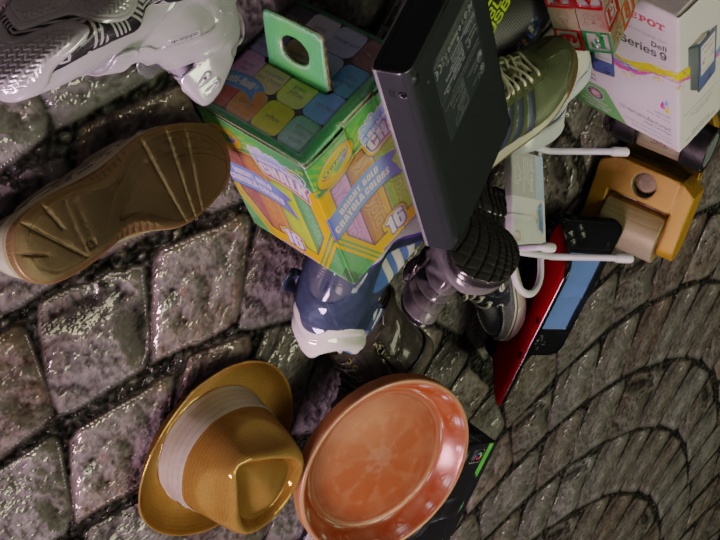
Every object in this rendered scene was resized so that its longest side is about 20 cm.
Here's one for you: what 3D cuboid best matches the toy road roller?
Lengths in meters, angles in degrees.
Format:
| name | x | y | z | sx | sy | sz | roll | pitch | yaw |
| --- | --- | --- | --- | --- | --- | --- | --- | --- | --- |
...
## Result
| name | x | y | z | sx | sy | sz | roll | pitch | yaw |
| --- | --- | --- | --- | --- | --- | --- | --- | --- | --- |
| toy road roller | 0.370 | -0.124 | 1.484 | 0.146 | 0.122 | 0.202 | -27 | 138 | -57 |

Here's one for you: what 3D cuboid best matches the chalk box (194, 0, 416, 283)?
| name | x | y | z | sx | sy | sz | roll | pitch | yaw |
| --- | --- | --- | --- | --- | --- | --- | --- | --- | --- |
| chalk box | -0.033 | -0.111 | 0.926 | 0.124 | 0.124 | 0.201 | -47 | 146 | -16 |

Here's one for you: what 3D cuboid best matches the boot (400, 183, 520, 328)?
| name | x | y | z | sx | sy | sz | roll | pitch | yaw |
| --- | --- | --- | --- | --- | --- | --- | --- | --- | --- |
| boot | 0.084 | 0.006 | 1.106 | 0.132 | 0.069 | 0.200 | -58 | -175 | 25 |

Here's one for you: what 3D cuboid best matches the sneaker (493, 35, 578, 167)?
| name | x | y | z | sx | sy | sz | roll | pitch | yaw |
| --- | --- | --- | --- | --- | --- | --- | --- | --- | --- |
| sneaker | 0.121 | -0.151 | 1.068 | 0.200 | 0.067 | 0.090 | -44 | 155 | -12 |

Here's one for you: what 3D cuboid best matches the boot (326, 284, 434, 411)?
| name | x | y | z | sx | sy | sz | roll | pitch | yaw |
| --- | --- | --- | --- | --- | --- | --- | --- | --- | --- |
| boot | -0.015 | 0.090 | 1.194 | 0.201 | 0.069 | 0.174 | -56 | 143 | -12 |

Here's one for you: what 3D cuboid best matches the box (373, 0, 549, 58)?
| name | x | y | z | sx | sy | sz | roll | pitch | yaw |
| --- | --- | --- | --- | --- | --- | --- | --- | --- | --- |
| box | 0.102 | -0.231 | 1.081 | 0.201 | 0.047 | 0.193 | -60 | 152 | 2 |

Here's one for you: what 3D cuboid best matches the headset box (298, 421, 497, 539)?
| name | x | y | z | sx | sy | sz | roll | pitch | yaw |
| --- | --- | --- | --- | --- | --- | --- | --- | --- | --- |
| headset box | 0.048 | 0.252 | 1.381 | 0.199 | 0.092 | 0.176 | 4 | 114 | -56 |

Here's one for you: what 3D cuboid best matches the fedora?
| name | x | y | z | sx | sy | sz | roll | pitch | yaw |
| --- | --- | --- | --- | --- | --- | --- | --- | --- | --- |
| fedora | -0.111 | 0.180 | 1.104 | 0.200 | 0.081 | 0.202 | -34 | 141 | -34 |

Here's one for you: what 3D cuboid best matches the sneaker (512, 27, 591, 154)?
| name | x | y | z | sx | sy | sz | roll | pitch | yaw |
| --- | --- | --- | --- | --- | --- | --- | --- | --- | --- |
| sneaker | 0.175 | -0.187 | 1.191 | 0.200 | 0.072 | 0.071 | -55 | 141 | -46 |

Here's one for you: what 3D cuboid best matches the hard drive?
| name | x | y | z | sx | sy | sz | roll | pitch | yaw |
| --- | --- | --- | --- | --- | --- | --- | --- | --- | --- |
| hard drive | 0.068 | -0.130 | 0.912 | 0.141 | 0.033 | 0.201 | -64 | 153 | -28 |

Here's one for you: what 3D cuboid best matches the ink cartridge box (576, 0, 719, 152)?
| name | x | y | z | sx | sy | sz | roll | pitch | yaw |
| --- | --- | --- | --- | --- | --- | --- | --- | --- | --- |
| ink cartridge box | 0.295 | -0.241 | 1.248 | 0.087 | 0.145 | 0.201 | -43 | 147 | -18 |

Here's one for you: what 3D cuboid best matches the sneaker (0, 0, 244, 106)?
| name | x | y | z | sx | sy | sz | roll | pitch | yaw |
| --- | --- | --- | --- | --- | --- | --- | --- | --- | --- |
| sneaker | -0.148 | -0.145 | 0.780 | 0.200 | 0.075 | 0.116 | -45 | 144 | -26 |

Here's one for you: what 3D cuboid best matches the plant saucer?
| name | x | y | z | sx | sy | sz | roll | pitch | yaw |
| --- | --- | --- | --- | --- | --- | --- | --- | --- | --- |
| plant saucer | 0.020 | 0.192 | 1.209 | 0.198 | 0.032 | 0.203 | -16 | 122 | -27 |

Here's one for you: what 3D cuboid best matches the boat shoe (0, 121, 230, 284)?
| name | x | y | z | sx | sy | sz | roll | pitch | yaw |
| --- | --- | --- | --- | --- | --- | --- | --- | --- | --- |
| boat shoe | -0.176 | -0.054 | 0.848 | 0.199 | 0.062 | 0.074 | -30 | 113 | -41 |

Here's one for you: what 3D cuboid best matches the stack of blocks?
| name | x | y | z | sx | sy | sz | roll | pitch | yaw |
| --- | --- | --- | --- | --- | --- | --- | --- | --- | --- |
| stack of blocks | 0.233 | -0.318 | 1.121 | 0.201 | 0.058 | 0.115 | -64 | 147 | -23 |

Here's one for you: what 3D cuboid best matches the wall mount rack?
| name | x | y | z | sx | sy | sz | roll | pitch | yaw |
| --- | --- | --- | --- | --- | --- | --- | --- | --- | --- |
| wall mount rack | 0.212 | -0.073 | 1.258 | 0.173 | 0.074 | 0.203 | 5 | 83 | -50 |

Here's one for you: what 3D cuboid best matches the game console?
| name | x | y | z | sx | sy | sz | roll | pitch | yaw |
| --- | --- | --- | --- | --- | --- | --- | --- | --- | --- |
| game console | 0.234 | 0.047 | 1.410 | 0.171 | 0.119 | 0.202 | 3 | 124 | -34 |

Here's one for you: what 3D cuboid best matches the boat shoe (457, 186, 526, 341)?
| name | x | y | z | sx | sy | sz | roll | pitch | yaw |
| --- | --- | --- | --- | --- | --- | --- | --- | --- | --- |
| boat shoe | 0.124 | 0.011 | 1.308 | 0.092 | 0.074 | 0.202 | -32 | 132 | -28 |

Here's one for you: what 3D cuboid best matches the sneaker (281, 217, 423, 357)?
| name | x | y | z | sx | sy | sz | roll | pitch | yaw |
| --- | --- | --- | --- | --- | --- | --- | --- | --- | --- |
| sneaker | 0.000 | 0.000 | 1.101 | 0.200 | 0.080 | 0.148 | -42 | 157 | -56 |
